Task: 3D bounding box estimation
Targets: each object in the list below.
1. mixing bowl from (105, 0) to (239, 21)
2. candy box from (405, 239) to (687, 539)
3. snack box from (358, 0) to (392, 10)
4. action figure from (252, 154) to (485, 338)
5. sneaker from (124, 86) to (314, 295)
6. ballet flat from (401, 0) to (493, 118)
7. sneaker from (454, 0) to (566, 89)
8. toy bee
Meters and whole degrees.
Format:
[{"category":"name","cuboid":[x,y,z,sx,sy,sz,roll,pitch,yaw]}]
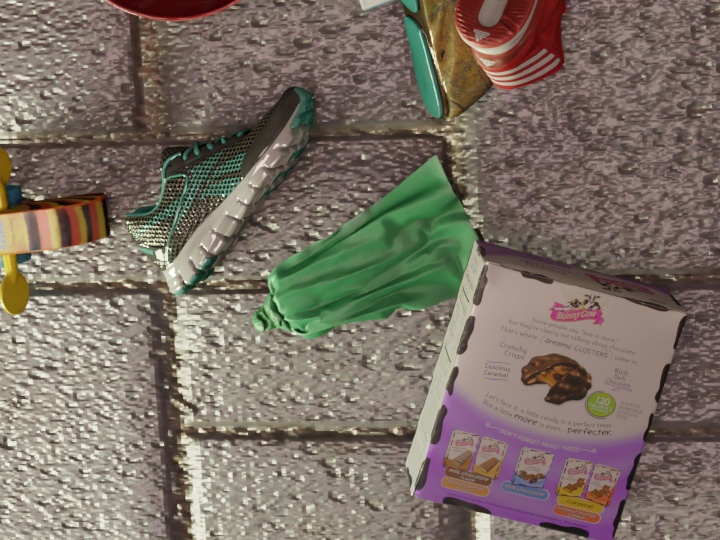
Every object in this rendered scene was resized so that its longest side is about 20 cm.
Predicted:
[{"category":"mixing bowl","cuboid":[-0.133,-0.296,1.461,0.199,0.108,0.201,2,101,10]},{"category":"candy box","cuboid":[0.144,0.095,1.492,0.167,0.072,0.201,15,104,-8]},{"category":"snack box","cuboid":[0.023,-0.316,1.466,0.116,0.037,0.201,-18,98,12]},{"category":"action figure","cuboid":[0.000,0.000,1.525,0.199,0.055,0.118,-25,98,10]},{"category":"sneaker","cuboid":[-0.117,-0.078,1.522,0.091,0.078,0.200,41,103,4]},{"category":"ballet flat","cuboid":[0.058,-0.208,1.439,0.070,0.071,0.200,-11,128,12]},{"category":"sneaker","cuboid":[0.137,-0.230,1.454,0.078,0.116,0.200,26,74,23]},{"category":"toy bee","cuboid":[-0.310,-0.022,1.548,0.199,0.109,0.131,-26,97,14]}]
